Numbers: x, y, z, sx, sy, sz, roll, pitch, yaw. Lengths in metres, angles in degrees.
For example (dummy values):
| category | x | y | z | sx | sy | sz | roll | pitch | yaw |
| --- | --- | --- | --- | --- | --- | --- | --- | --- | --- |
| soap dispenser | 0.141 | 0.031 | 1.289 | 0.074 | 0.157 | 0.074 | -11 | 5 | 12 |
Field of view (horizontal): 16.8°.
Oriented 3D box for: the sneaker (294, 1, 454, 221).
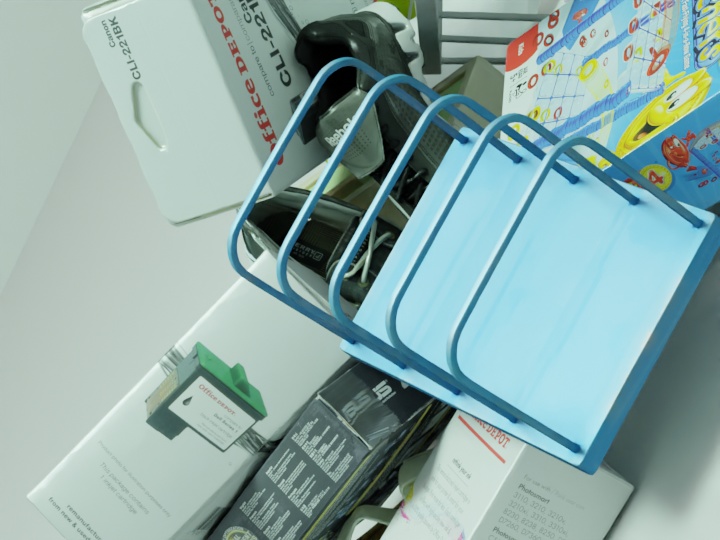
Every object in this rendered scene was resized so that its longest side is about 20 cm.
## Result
| category | x | y | z | sx | sy | sz | roll | pitch | yaw |
| --- | --- | --- | --- | --- | --- | --- | --- | --- | --- |
| sneaker | 0.018 | -0.074 | 1.458 | 0.066 | 0.090 | 0.200 | -44 | 64 | 38 |

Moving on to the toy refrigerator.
| category | x | y | z | sx | sy | sz | roll | pitch | yaw |
| --- | --- | --- | --- | --- | --- | --- | --- | --- | --- |
| toy refrigerator | 0.023 | -0.053 | 1.584 | 0.200 | 0.070 | 0.076 | -33 | 25 | 41 |

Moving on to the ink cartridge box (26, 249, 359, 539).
| category | x | y | z | sx | sy | sz | roll | pitch | yaw |
| --- | --- | --- | --- | --- | --- | --- | --- | --- | --- |
| ink cartridge box | -0.080 | 0.088 | 1.417 | 0.200 | 0.084 | 0.146 | -46 | -10 | 2 |

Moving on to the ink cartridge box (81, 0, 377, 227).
| category | x | y | z | sx | sy | sz | roll | pitch | yaw |
| --- | --- | --- | --- | --- | --- | --- | --- | --- | --- |
| ink cartridge box | -0.066 | -0.132 | 1.516 | 0.084 | 0.144 | 0.200 | -16 | 13 | 34 |

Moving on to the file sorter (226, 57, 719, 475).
| category | x | y | z | sx | sy | sz | roll | pitch | yaw |
| --- | --- | --- | --- | --- | --- | --- | --- | --- | --- |
| file sorter | 0.049 | -0.013 | 1.212 | 0.200 | 0.123 | 0.139 | 24 | 83 | 51 |

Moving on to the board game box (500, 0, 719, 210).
| category | x | y | z | sx | sy | sz | roll | pitch | yaw |
| --- | --- | --- | --- | --- | --- | --- | --- | --- | --- |
| board game box | 0.167 | -0.105 | 1.333 | 0.196 | 0.056 | 0.200 | -35 | 27 | 27 |

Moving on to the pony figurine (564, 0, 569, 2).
| category | x | y | z | sx | sy | sz | roll | pitch | yaw |
| --- | --- | --- | --- | --- | --- | --- | --- | --- | --- |
| pony figurine | 0.145 | -0.289 | 1.649 | 0.193 | 0.200 | 0.167 | 115 | 171 | -65 |

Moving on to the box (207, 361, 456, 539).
| category | x | y | z | sx | sy | sz | roll | pitch | yaw |
| --- | --- | --- | --- | --- | --- | --- | --- | --- | --- |
| box | -0.004 | 0.106 | 1.408 | 0.161 | 0.049 | 0.200 | -38 | -12 | -45 |

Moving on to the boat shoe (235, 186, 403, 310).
| category | x | y | z | sx | sy | sz | roll | pitch | yaw |
| --- | --- | --- | --- | --- | --- | --- | --- | --- | --- |
| boat shoe | 0.000 | 0.000 | 1.501 | 0.200 | 0.071 | 0.072 | 18 | 69 | 31 |

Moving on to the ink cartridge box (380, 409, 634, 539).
| category | x | y | z | sx | sy | sz | roll | pitch | yaw |
| --- | --- | --- | --- | --- | --- | --- | --- | --- | --- |
| ink cartridge box | 0.072 | 0.133 | 1.278 | 0.200 | 0.068 | 0.115 | -60 | 17 | 4 |

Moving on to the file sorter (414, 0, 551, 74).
| category | x | y | z | sx | sy | sz | roll | pitch | yaw |
| --- | --- | --- | --- | --- | --- | --- | --- | --- | --- |
| file sorter | 0.095 | -0.215 | 1.496 | 0.200 | 0.125 | 0.139 | 78 | -166 | -77 |

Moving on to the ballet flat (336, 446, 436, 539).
| category | x | y | z | sx | sy | sz | roll | pitch | yaw |
| --- | --- | --- | --- | --- | --- | --- | --- | --- | --- |
| ballet flat | 0.034 | 0.143 | 1.392 | 0.200 | 0.063 | 0.069 | -52 | 20 | 30 |

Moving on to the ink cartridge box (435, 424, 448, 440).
| category | x | y | z | sx | sy | sz | roll | pitch | yaw |
| --- | --- | --- | --- | --- | --- | --- | --- | --- | --- |
| ink cartridge box | 0.049 | 0.044 | 1.596 | 0.200 | 0.057 | 0.163 | 7 | 66 | 51 |

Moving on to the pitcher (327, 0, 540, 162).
| category | x | y | z | sx | sy | sz | roll | pitch | yaw |
| --- | --- | --- | --- | --- | --- | --- | --- | --- | --- |
| pitcher | 0.047 | -0.111 | 1.750 | 0.172 | 0.121 | 0.200 | 105 | -170 | -47 |

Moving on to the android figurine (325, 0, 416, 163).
| category | x | y | z | sx | sy | sz | roll | pitch | yaw |
| --- | --- | --- | --- | --- | --- | --- | --- | --- | --- |
| android figurine | 0.010 | -0.168 | 1.797 | 0.200 | 0.041 | 0.182 | -25 | -50 | -56 |
